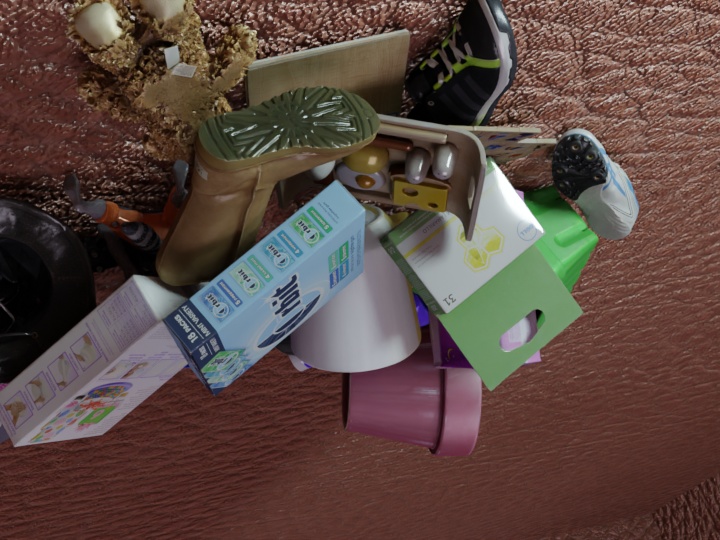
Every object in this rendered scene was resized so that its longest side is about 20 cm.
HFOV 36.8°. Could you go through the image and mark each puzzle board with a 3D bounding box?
[{"bbox_3d":[-0.034,-0.150,1.030,0.150,0.017,0.200,-15,155,-10],"label":"puzzle board"}]

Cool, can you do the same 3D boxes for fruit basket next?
[{"bbox_3d":[0.167,0.004,1.339,0.215,0.156,0.216,-32,159,-14],"label":"fruit basket"}]

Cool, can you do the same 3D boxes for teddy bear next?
[{"bbox_3d":[-0.159,-0.166,0.871,0.145,0.067,0.200,-41,147,10],"label":"teddy bear"}]

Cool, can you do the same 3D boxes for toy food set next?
[{"bbox_3d":[0.016,-0.084,1.032,0.199,0.061,0.144,11,154,6],"label":"toy food set"}]

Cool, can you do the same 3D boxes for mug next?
[{"bbox_3d":[-0.009,0.002,1.212,0.149,0.187,0.154,-2,115,8],"label":"mug"}]

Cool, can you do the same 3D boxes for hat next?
[{"bbox_3d":[-0.346,0.009,1.039,0.200,0.081,0.202,-2,114,-3],"label":"hat"}]

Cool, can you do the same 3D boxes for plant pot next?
[{"bbox_3d":[0.066,0.164,1.540,0.178,0.201,0.200,2,152,-5],"label":"plant pot"}]

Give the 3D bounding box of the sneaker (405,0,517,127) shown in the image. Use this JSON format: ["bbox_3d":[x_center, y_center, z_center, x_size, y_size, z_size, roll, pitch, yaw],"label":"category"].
[{"bbox_3d":[0.085,-0.174,0.994,0.082,0.072,0.200,-14,154,-13],"label":"sneaker"}]

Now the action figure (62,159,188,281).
[{"bbox_3d":[-0.227,-0.019,1.066,0.199,0.105,0.194,-18,145,-2],"label":"action figure"}]

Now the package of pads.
[{"bbox_3d":[0.132,0.013,1.222,0.075,0.201,0.120,-2,175,-41],"label":"package of pads"}]

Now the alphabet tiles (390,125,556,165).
[{"bbox_3d":[0.102,-0.120,1.110,0.199,0.008,0.167,-6,171,-41],"label":"alphabet tiles"}]

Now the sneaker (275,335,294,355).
[{"bbox_3d":[-0.041,0.037,1.354,0.200,0.076,0.079,-32,132,23],"label":"sneaker"}]

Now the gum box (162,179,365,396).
[{"bbox_3d":[-0.083,0.021,1.018,0.200,0.045,0.170,-41,166,-13],"label":"gum box"}]

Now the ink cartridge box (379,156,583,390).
[{"bbox_3d":[0.135,0.004,1.134,0.145,0.200,0.048,-37,-179,-15],"label":"ink cartridge box"}]

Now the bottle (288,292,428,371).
[{"bbox_3d":[-0.003,0.074,1.434,0.199,0.066,0.084,-25,155,14],"label":"bottle"}]

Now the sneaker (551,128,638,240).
[{"bbox_3d":[0.277,-0.111,1.275,0.072,0.073,0.200,-2,150,29],"label":"sneaker"}]

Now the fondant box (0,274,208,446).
[{"bbox_3d":[-0.238,0.088,1.054,0.200,0.058,0.144,-40,164,14],"label":"fondant box"}]

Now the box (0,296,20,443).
[{"bbox_3d":[-0.393,0.101,1.172,0.200,0.115,0.132,-30,153,21],"label":"box"}]

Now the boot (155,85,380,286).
[{"bbox_3d":[-0.089,-0.072,0.964,0.174,0.066,0.200,-12,154,-25],"label":"boot"}]

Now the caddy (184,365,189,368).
[{"bbox_3d":[-0.174,0.057,1.239,0.199,0.105,0.142,-8,153,-21],"label":"caddy"}]
